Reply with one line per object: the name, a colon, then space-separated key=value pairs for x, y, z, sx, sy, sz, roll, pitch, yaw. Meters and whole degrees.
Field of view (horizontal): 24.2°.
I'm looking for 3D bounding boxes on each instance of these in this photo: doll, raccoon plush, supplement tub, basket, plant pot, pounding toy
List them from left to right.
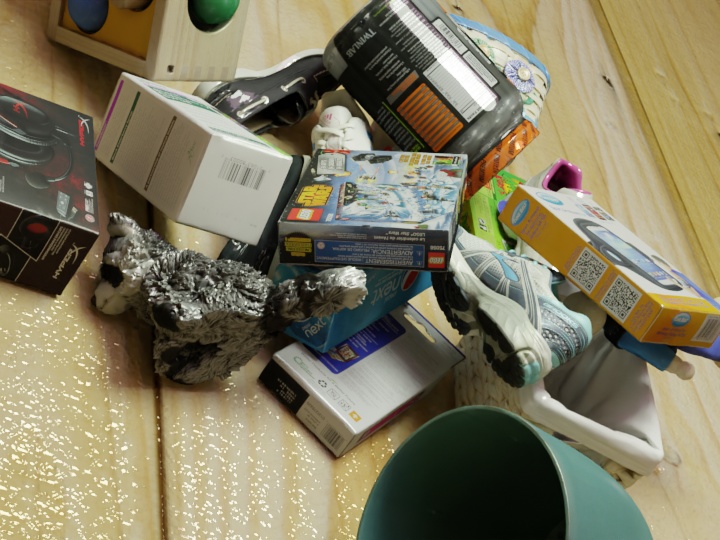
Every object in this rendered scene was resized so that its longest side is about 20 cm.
pounding toy: x=-0.182 y=-0.270 z=1.483 sx=0.200 sy=0.184 sz=0.142 roll=25 pitch=20 yaw=38
raccoon plush: x=-0.110 y=0.006 z=1.320 sx=0.200 sy=0.097 sz=0.134 roll=-11 pitch=52 yaw=-22
supplement tub: x=0.069 y=-0.171 z=1.600 sx=0.200 sy=0.123 sz=0.123 roll=48 pitch=32 yaw=0
basket: x=0.120 y=-0.202 z=1.804 sx=0.176 sy=0.139 sz=0.200 roll=25 pitch=33 yaw=-19
plant pot: x=0.121 y=0.216 z=1.220 sx=0.161 sy=0.201 sz=0.201 roll=24 pitch=32 yaw=-41
basket: x=0.165 y=0.109 z=1.459 sx=0.136 sy=0.123 sz=0.200 roll=26 pitch=34 yaw=-18
doll: x=0.255 y=0.047 z=1.465 sx=0.200 sy=0.048 sz=0.136 roll=11 pitch=39 yaw=-36

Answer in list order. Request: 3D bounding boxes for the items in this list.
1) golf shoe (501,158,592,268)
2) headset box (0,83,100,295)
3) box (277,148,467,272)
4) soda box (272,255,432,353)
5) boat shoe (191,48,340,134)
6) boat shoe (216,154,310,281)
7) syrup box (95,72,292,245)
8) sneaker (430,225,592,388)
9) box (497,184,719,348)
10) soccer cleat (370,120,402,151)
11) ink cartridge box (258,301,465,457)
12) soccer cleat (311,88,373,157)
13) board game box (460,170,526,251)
golf shoe: x=0.189 y=-0.028 z=1.603 sx=0.075 sy=0.092 sz=0.200 roll=21 pitch=37 yaw=-28
headset box: x=-0.307 y=-0.081 z=1.283 sx=0.200 sy=0.075 sz=0.149 roll=20 pitch=36 yaw=-27
box: x=0.015 y=-0.054 z=1.403 sx=0.137 sy=0.040 sz=0.200 roll=4 pitch=22 yaw=7
soda box: x=0.000 y=0.000 z=1.436 sx=0.064 sy=0.068 sz=0.200 roll=26 pitch=28 yaw=22
boat shoe: x=-0.078 y=-0.166 z=1.626 sx=0.060 sy=0.074 sz=0.200 roll=49 pitch=36 yaw=18
boat shoe: x=-0.088 y=-0.047 z=1.463 sx=0.066 sy=0.075 sz=0.199 roll=16 pitch=39 yaw=-4
syrup box: x=-0.144 y=-0.096 z=1.388 sx=0.079 sy=0.081 sz=0.200 roll=17 pitch=12 yaw=-34
sneaker: x=0.121 y=0.021 z=1.395 sx=0.086 sy=0.078 sz=0.200 roll=-19 pitch=42 yaw=-16
box: x=0.206 y=-0.011 z=1.410 sx=0.119 sy=0.041 sz=0.200 roll=7 pitch=32 yaw=-51
soccer cleat: x=0.049 y=-0.083 z=1.656 sx=0.078 sy=0.069 sz=0.200 roll=22 pitch=41 yaw=-32
ink cartridge box: x=0.005 y=0.082 z=1.421 sx=0.095 sy=0.037 sz=0.200 roll=43 pitch=34 yaw=12
soccer cleat: x=-0.022 y=-0.100 z=1.573 sx=0.070 sy=0.086 sz=0.200 roll=-11 pitch=33 yaw=4
board game box: x=0.140 y=-0.029 z=1.686 sx=0.102 sy=0.048 sz=0.200 roll=24 pitch=34 yaw=-22
